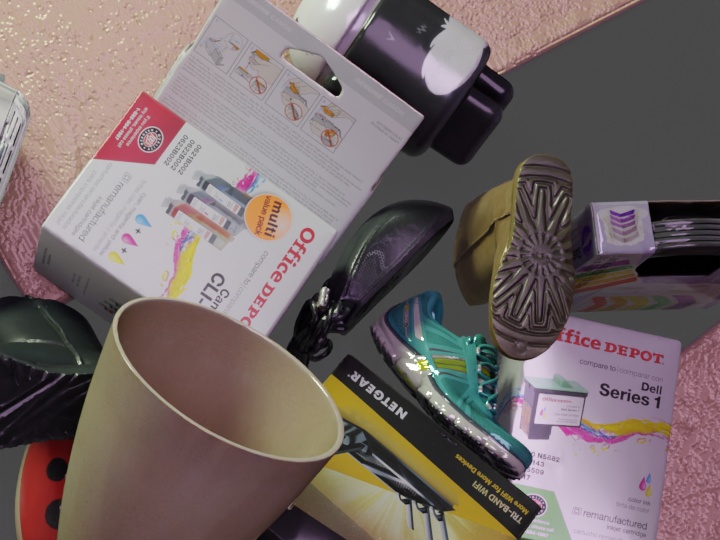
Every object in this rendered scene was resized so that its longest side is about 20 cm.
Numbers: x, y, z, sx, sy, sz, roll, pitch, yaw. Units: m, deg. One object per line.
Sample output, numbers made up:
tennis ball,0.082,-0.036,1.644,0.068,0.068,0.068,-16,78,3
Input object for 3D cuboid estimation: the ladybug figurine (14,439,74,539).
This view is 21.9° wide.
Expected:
ladybug figurine,-0.209,0.185,1.498,0.135,0.072,0.201,4,76,-12

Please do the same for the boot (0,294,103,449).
boot,-0.280,0.074,1.446,0.199,0.168,0.077,4,105,-30

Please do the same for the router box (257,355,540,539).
router box,0.016,0.190,1.469,0.200,0.052,0.157,37,65,7

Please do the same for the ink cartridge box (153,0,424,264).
ink cartridge box,-0.066,-0.129,1.566,0.200,0.174,0.044,36,28,-2

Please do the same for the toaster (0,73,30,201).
toaster,-0.351,-0.084,1.508,0.129,0.114,0.201,20,65,-10

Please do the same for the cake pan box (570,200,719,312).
cake pan box,0.252,-0.012,1.587,0.183,0.200,0.053,-3,74,-16

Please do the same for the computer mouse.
computer mouse,0.000,0.000,1.567,0.053,0.139,0.200,42,61,7

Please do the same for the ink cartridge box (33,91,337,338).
ink cartridge box,-0.145,-0.016,1.525,0.200,0.145,0.146,35,71,-4

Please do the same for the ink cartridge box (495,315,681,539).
ink cartridge box,0.184,0.146,1.592,0.144,0.084,0.201,13,75,-9

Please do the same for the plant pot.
plant pot,-0.141,0.154,1.365,0.187,0.187,0.200,30,111,-4

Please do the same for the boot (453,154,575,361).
boot,0.123,0.003,1.553,0.066,0.200,0.176,15,76,-9

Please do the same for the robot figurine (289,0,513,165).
robot figurine,0.032,-0.178,1.619,0.200,0.150,0.125,34,88,-4

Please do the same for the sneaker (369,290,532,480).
sneaker,0.083,0.091,1.546,0.080,0.078,0.200,-36,56,-4
